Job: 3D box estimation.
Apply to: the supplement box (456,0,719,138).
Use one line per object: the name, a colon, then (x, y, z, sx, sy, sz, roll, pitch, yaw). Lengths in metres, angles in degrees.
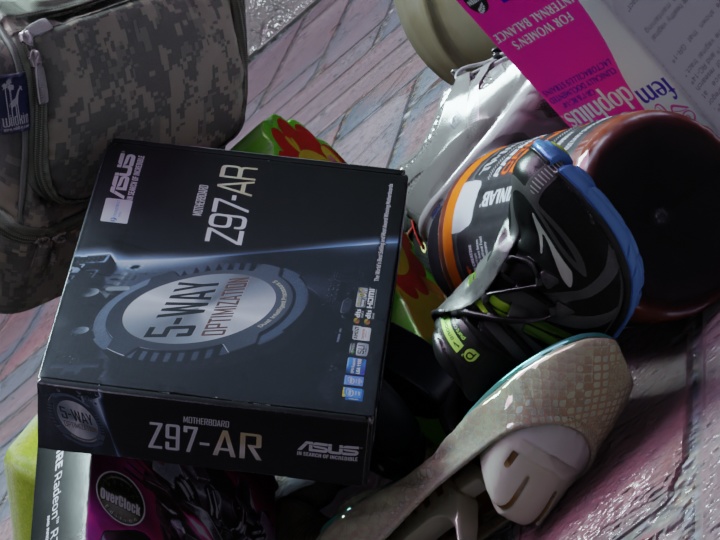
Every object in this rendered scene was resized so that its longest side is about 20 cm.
supplement box: (0.154, -0.127, 1.387, 0.103, 0.200, 0.101, -50, 13, -29)

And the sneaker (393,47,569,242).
sneaker: (0.085, -0.104, 1.494, 0.200, 0.082, 0.075, -51, -33, 5)

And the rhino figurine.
rhino figurine: (-0.029, 0.141, 1.386, 0.200, 0.060, 0.087, -15, 24, 52)

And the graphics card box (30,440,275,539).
graphics card box: (-0.101, 0.138, 1.302, 0.051, 0.125, 0.200, -35, 37, 32)

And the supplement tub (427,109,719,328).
supplement tub: (0.108, -0.019, 1.369, 0.107, 0.107, 0.200, -47, 15, -22)

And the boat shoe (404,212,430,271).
boat shoe: (0.054, -0.021, 1.634, 0.201, 0.063, 0.074, -132, 53, -82)

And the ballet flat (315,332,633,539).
ballet flat: (0.058, 0.108, 1.247, 0.200, 0.067, 0.062, -41, 40, 27)

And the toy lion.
toy lion: (0.000, 0.000, 1.467, 0.069, 0.192, 0.200, -40, 12, 14)

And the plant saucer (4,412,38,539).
plant saucer: (-0.152, 0.125, 1.587, 0.200, 0.048, 0.200, -54, -28, -44)

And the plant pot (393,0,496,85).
plant pot: (0.150, -0.212, 1.830, 0.200, 0.200, 0.173, -47, 28, -20)

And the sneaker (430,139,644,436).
sneaker: (0.077, 0.021, 1.243, 0.083, 0.071, 0.200, -23, -33, -25)

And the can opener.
can opener: (-0.044, 0.050, 1.367, 0.200, 0.063, 0.079, 21, 41, 29)

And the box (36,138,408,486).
box: (-0.064, 0.016, 1.313, 0.200, 0.160, 0.044, -80, -4, -51)

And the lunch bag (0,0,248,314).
lunch bag: (-0.161, -0.092, 1.451, 0.200, 0.139, 0.168, -25, -34, -47)
